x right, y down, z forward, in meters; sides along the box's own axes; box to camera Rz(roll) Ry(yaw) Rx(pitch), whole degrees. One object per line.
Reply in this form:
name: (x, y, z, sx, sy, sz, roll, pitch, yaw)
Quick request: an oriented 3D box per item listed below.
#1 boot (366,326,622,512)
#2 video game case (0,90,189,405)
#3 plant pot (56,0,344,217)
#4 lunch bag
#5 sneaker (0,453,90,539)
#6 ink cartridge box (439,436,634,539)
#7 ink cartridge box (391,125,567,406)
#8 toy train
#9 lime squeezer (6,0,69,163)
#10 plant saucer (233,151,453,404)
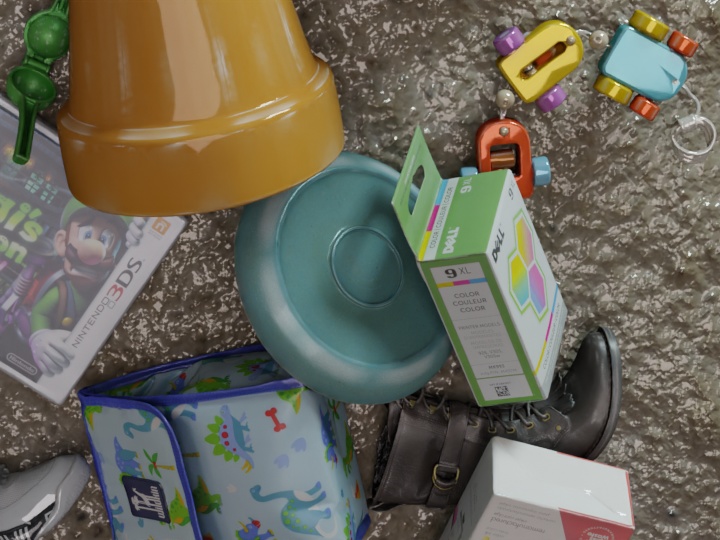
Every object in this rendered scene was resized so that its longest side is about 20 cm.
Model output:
boot: (0.105, 0.121, 1.292, 0.174, 0.069, 0.200, 16, 103, -11)
video game case: (-0.264, -0.021, 1.240, 0.200, 0.023, 0.182, 34, 97, -13)
plant pot: (-0.122, -0.160, 1.116, 0.200, 0.200, 0.184, -10, 115, -4)
lunch bag: (-0.109, 0.156, 1.254, 0.200, 0.127, 0.170, -8, 104, 13)
sneaker: (-0.316, 0.173, 1.252, 0.200, 0.075, 0.115, -30, 107, 5)
ink cartridge box: (0.124, 0.234, 1.284, 0.116, 0.068, 0.200, 15, 128, -9)
ink cartridge box: (0.093, -0.006, 1.209, 0.059, 0.104, 0.200, -9, 125, 24)
toy train: (0.167, -0.125, 1.252, 0.200, 0.056, 0.151, -11, 106, -1)
lime squeezer: (-0.232, -0.162, 1.181, 0.038, 0.071, 0.200, 17, 70, -7)
plant saucer: (0.000, 0.000, 1.212, 0.200, 0.027, 0.201, 11, 67, -28)
